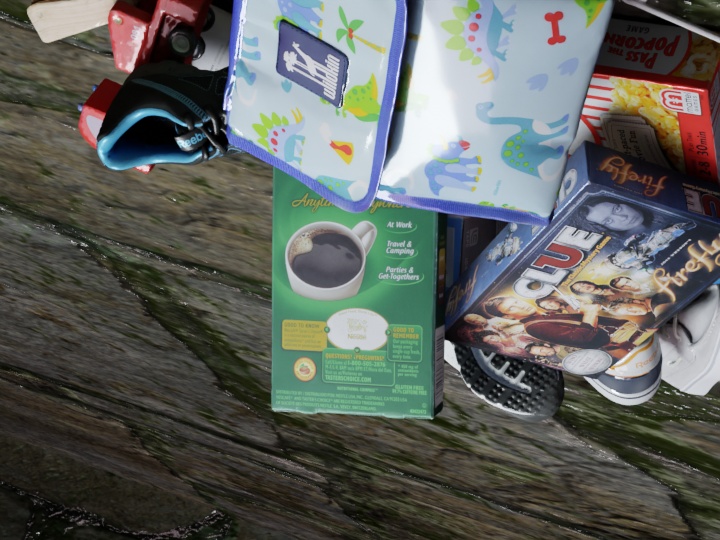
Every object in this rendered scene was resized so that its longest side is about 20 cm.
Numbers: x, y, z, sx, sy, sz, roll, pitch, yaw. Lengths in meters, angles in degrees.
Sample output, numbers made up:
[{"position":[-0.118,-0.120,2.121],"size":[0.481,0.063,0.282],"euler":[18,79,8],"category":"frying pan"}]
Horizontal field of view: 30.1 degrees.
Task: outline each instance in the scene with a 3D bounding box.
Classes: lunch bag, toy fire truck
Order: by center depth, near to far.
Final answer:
[{"position":[0.027,-0.126,0.739],"size":[0.199,0.128,0.170],"euler":[10,133,-1],"category":"lunch bag"},{"position":[-0.175,-0.174,0.918],"size":[0.141,0.049,0.200],"euler":[24,126,-2],"category":"toy fire truck"}]

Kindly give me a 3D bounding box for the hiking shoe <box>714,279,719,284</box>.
[{"position":[0.207,-0.017,0.980],"size":[0.199,0.075,0.087],"euler":[5,157,25],"category":"hiking shoe"}]

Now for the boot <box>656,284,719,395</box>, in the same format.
[{"position":[0.258,0.051,1.107],"size":[0.095,0.074,0.200],"euler":[15,159,7],"category":"boot"}]

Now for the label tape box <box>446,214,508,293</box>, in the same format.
[{"position":[0.067,-0.038,1.076],"size":[0.144,0.064,0.200],"euler":[9,-164,32],"category":"label tape box"}]

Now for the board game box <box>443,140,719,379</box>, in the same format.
[{"position":[0.156,0.001,0.907],"size":[0.135,0.035,0.200],"euler":[15,143,-19],"category":"board game box"}]

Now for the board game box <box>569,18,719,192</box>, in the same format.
[{"position":[0.143,-0.107,0.884],"size":[0.199,0.046,0.152],"euler":[13,156,26],"category":"board game box"}]

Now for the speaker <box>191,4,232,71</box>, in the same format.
[{"position":[-0.056,-0.130,0.994],"size":[0.199,0.081,0.081],"euler":[23,159,0],"category":"speaker"}]

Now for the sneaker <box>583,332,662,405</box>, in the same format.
[{"position":[0.165,0.024,1.100],"size":[0.200,0.078,0.080],"euler":[34,154,27],"category":"sneaker"}]

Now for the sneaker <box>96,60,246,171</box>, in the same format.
[{"position":[-0.076,-0.098,0.858],"size":[0.199,0.082,0.073],"euler":[-8,122,23],"category":"sneaker"}]

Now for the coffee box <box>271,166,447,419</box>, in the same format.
[{"position":[0.000,0.000,0.936],"size":[0.122,0.201,0.044],"euler":[1,-176,16],"category":"coffee box"}]

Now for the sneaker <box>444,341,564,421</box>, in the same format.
[{"position":[0.104,0.058,1.069],"size":[0.080,0.074,0.200],"euler":[43,-179,-40],"category":"sneaker"}]

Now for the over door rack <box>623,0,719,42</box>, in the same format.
[{"position":[0.236,-0.129,0.705],"size":[0.200,0.067,0.148],"euler":[30,158,-16],"category":"over door rack"}]
